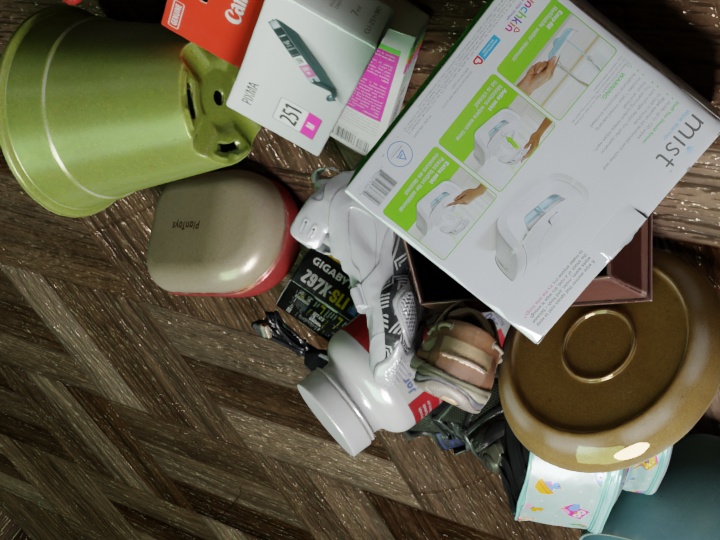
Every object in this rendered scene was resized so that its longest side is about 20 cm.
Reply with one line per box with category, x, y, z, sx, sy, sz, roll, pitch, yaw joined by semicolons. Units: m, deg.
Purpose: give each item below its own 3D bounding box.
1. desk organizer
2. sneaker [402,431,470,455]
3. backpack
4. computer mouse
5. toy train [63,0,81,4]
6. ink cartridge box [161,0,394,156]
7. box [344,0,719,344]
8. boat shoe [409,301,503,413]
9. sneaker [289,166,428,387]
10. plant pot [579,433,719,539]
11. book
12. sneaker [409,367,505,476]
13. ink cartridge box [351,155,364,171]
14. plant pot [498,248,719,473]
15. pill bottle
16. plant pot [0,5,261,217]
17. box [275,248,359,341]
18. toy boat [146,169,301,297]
desk organizer;0.129;-0.011;1.199;0.199;0.072;0.077;-5;165;33
sneaker;0.129;0.163;1.571;0.200;0.078;0.070;6;141;47
backpack;0.198;0.128;1.291;0.153;0.201;0.176;16;149;7
computer mouse;-0.040;0.091;1.572;0.140;0.046;0.200;35;-179;-22
toy train;-0.213;-0.307;1.222;0.116;0.085;0.200;57;150;-12
ink cartridge box;-0.079;-0.187;1.178;0.173;0.044;0.200;28;156;-4
box;0.119;-0.085;1.026;0.176;0.200;0.097;37;-164;-4
boat shoe;0.086;0.066;1.216;0.075;0.072;0.200;23;-177;-2
sneaker;0.000;0.000;1.299;0.114;0.201;0.075;3;172;18
plant pot;0.321;0.232;1.370;0.199;0.135;0.200;25;162;9
book;-0.022;-0.178;1.231;0.133;0.048;0.200;31;155;5
sneaker;0.108;0.155;1.484;0.199;0.115;0.076;-9;139;32
ink cartridge box;0.023;-0.034;1.423;0.095;0.037;0.200;33;152;7
plant pot;0.195;0.064;1.187;0.199;0.201;0.027;13;160;39
pill bottle;0.044;0.076;1.367;0.112;0.200;0.112;49;169;13
plant pot;-0.196;-0.153;1.358;0.189;0.200;0.200;-1;137;33
box;-0.005;0.050;1.526;0.159;0.049;0.200;33;169;-1
toy boat;-0.125;-0.030;1.548;0.130;0.131;0.200;17;170;-38
